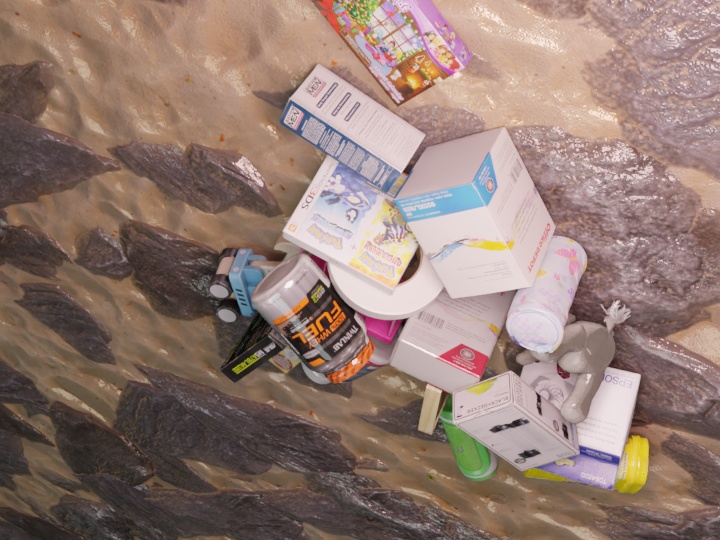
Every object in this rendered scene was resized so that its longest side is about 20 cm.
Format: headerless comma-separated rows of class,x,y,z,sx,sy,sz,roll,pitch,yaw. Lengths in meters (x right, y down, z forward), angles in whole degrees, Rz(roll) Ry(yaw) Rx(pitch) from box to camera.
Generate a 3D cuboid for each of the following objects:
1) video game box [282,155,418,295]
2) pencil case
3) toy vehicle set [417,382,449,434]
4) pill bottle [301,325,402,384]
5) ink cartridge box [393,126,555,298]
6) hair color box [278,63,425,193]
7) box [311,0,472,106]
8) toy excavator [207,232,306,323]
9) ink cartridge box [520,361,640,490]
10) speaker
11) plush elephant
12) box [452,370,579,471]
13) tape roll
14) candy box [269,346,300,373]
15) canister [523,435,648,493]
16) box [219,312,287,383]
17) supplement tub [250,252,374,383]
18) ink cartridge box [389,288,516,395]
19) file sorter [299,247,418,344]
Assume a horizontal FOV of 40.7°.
video game box,0.005,-0.087,1.535,0.200,0.182,0.047,28,168,4
pencil case,0.286,0.034,1.467,0.091,0.200,0.083,45,133,-15
toy vehicle set,0.152,0.173,1.688,0.026,0.200,0.124,19,137,12
pill bottle,-0.021,0.146,1.828,0.120,0.120,0.200,44,138,-14
ink cartridge box,0.176,-0.082,1.459,0.145,0.147,0.200,-10,124,38
hair color box,-0.012,-0.216,1.477,0.200,0.100,0.061,34,141,-2
box,0.044,-0.341,1.365,0.137,0.039,0.200,-24,115,43
toy excavator,-0.182,0.004,1.822,0.200,0.100,0.195,1,134,14
ink cartridge box,0.357,0.249,1.651,0.199,0.200,0.041,12,170,20
speaker,0.211,0.319,1.886,0.088,0.088,0.200,2,131,30
plush elephant,0.323,0.116,1.572,0.165,0.200,0.155,53,158,-24
box,0.250,0.244,1.554,0.117,0.060,0.200,-26,133,33
tape roll,0.047,-0.020,1.564,0.203,0.203,0.037,29,162,3
candy box,-0.083,0.093,1.786,0.055,0.115,0.200,41,126,-13
canister,0.398,0.336,1.731,0.200,0.087,0.149,6,158,7
box,-0.159,0.097,1.804,0.048,0.200,0.193,39,138,-10
supplement tub,-0.074,0.080,1.583,0.122,0.123,0.200,-24,113,44
ink cartridge box,0.155,0.095,1.608,0.148,0.200,0.086,25,140,8
file sorter,0.000,0.000,1.657,0.200,0.139,0.125,25,138,8
